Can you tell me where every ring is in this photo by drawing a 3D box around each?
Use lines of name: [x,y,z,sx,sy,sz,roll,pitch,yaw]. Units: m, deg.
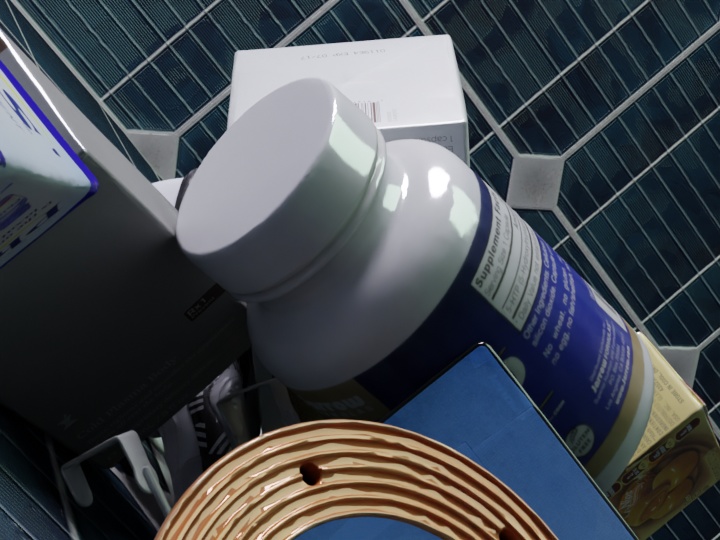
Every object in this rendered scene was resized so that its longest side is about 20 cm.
ring: [0.012,0.144,0.564,0.201,0.200,0.019,50,-44,1]

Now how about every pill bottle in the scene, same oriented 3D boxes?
pill bottle: [0.022,0.016,0.736,0.200,0.120,0.120,41,4,-29]

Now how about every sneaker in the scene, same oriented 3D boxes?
sneaker: [-0.111,0.047,0.878,0.075,0.114,0.202,70,17,-72]

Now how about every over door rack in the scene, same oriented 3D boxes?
over door rack: [-0.015,0.129,0.732,0.200,0.067,0.148,52,23,11]

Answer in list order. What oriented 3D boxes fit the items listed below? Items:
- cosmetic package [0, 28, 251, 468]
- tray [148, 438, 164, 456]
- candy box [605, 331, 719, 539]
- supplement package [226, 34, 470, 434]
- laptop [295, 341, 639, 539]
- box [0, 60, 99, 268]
cosmetic package: [-0.130,-0.003,0.730,0.090,0.107,0.200,50,1,26]
tray: [-0.059,0.022,1.022,0.108,0.199,0.022,50,-20,23]
candy box: [0.086,0.128,0.865,0.055,0.200,0.115,51,1,28]
supplement package: [0.000,0.000,0.865,0.110,0.113,0.202,-93,177,-61]
laptop: [0.037,0.148,0.599,0.188,0.116,0.200,52,17,3]
box: [-0.180,-0.065,0.484,0.184,0.105,0.200,51,-1,-1]
